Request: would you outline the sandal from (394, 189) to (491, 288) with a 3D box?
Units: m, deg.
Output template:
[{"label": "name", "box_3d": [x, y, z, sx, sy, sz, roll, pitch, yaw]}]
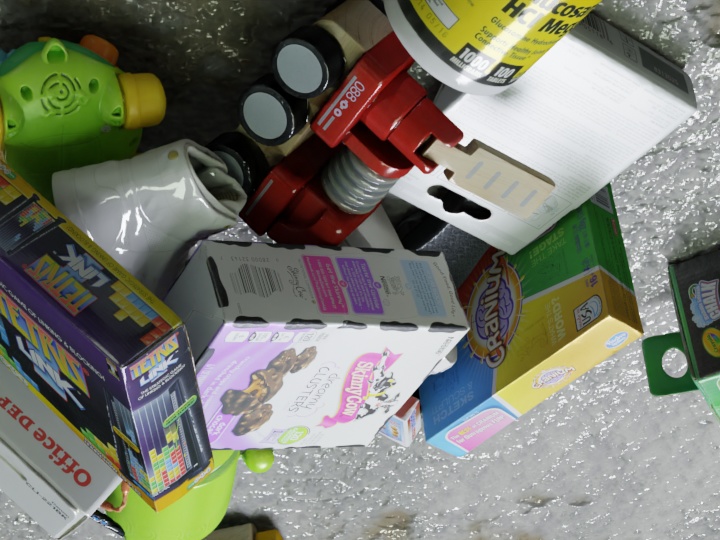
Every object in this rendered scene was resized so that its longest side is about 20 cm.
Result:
[{"label": "sandal", "box_3d": [0.064, -0.027, 1.576, 0.076, 0.043, 0.200, 26, 121, -40]}]

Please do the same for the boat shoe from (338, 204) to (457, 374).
[{"label": "boat shoe", "box_3d": [0.000, 0.000, 1.526, 0.068, 0.072, 0.200, -26, 113, 20]}]

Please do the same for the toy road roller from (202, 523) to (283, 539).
[{"label": "toy road roller", "box_3d": [-0.117, 0.350, 1.921, 0.123, 0.146, 0.200, -12, 141, 6]}]

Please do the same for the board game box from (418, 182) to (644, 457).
[{"label": "board game box", "box_3d": [0.124, 0.033, 1.562, 0.040, 0.153, 0.200, 26, 130, -34]}]

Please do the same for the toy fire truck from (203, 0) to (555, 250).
[{"label": "toy fire truck", "box_3d": [0.017, -0.076, 1.400, 0.200, 0.129, 0.176, 43, 130, 3]}]

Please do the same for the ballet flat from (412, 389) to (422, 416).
[{"label": "ballet flat", "box_3d": [0.091, 0.079, 1.689, 0.066, 0.057, 0.200, 29, 129, -36]}]

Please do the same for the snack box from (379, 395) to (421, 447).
[{"label": "snack box", "box_3d": [-0.044, 0.077, 1.597, 0.200, 0.024, 0.072, 27, 161, 13]}]

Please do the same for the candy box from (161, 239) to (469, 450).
[{"label": "candy box", "box_3d": [-0.050, 0.057, 1.427, 0.200, 0.072, 0.168, 2, 143, -32]}]

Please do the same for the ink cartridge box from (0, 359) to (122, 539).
[{"label": "ink cartridge box", "box_3d": [-0.207, 0.079, 1.494, 0.144, 0.200, 0.084, 43, 148, -3]}]

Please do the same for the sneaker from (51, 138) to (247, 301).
[{"label": "sneaker", "box_3d": [-0.128, -0.019, 1.392, 0.115, 0.074, 0.200, -17, 151, 5]}]

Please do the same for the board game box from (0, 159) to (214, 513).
[{"label": "board game box", "box_3d": [-0.188, 0.044, 1.326, 0.057, 0.200, 0.165, -37, 146, -22]}]

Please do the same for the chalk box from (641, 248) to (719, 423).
[{"label": "chalk box", "box_3d": [0.333, 0.056, 1.642, 0.200, 0.125, 0.124, -21, 138, 19]}]

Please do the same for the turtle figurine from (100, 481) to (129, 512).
[{"label": "turtle figurine", "box_3d": [-0.246, 0.092, 1.615, 0.161, 0.200, 0.064, -57, 164, 20]}]

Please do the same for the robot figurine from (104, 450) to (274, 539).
[{"label": "robot figurine", "box_3d": [-0.163, 0.158, 1.705, 0.175, 0.116, 0.200, 6, 139, -6]}]

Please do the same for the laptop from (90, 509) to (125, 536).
[{"label": "laptop", "box_3d": [-0.331, 0.190, 1.660, 0.200, 0.177, 0.103, 39, 80, -42]}]

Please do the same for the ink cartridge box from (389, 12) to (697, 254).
[{"label": "ink cartridge box", "box_3d": [0.123, -0.108, 1.474, 0.162, 0.050, 0.200, 25, 133, -33]}]

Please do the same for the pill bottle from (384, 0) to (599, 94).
[{"label": "pill bottle", "box_3d": [0.115, -0.213, 1.279, 0.112, 0.113, 0.200, 22, 133, -30]}]

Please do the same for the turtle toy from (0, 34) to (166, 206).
[{"label": "turtle toy", "box_3d": [-0.220, -0.090, 1.401, 0.145, 0.101, 0.200, -8, 140, -19]}]
